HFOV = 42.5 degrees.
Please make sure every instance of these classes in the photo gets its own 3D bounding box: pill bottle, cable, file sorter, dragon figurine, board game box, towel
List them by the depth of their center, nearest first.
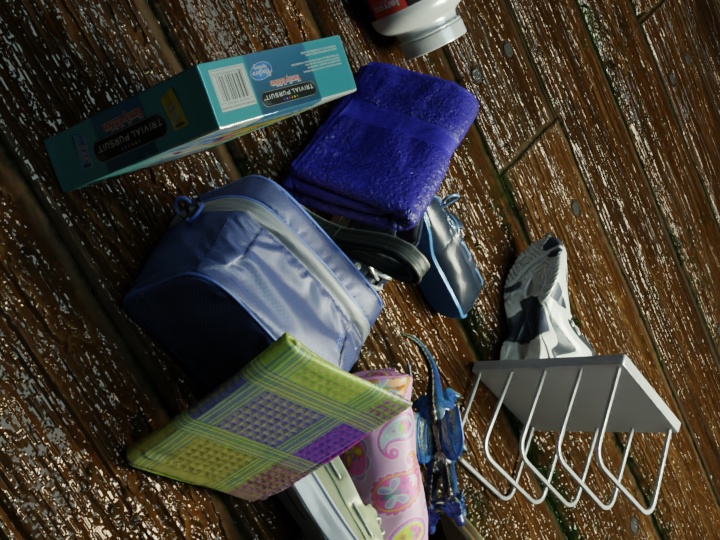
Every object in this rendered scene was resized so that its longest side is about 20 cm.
[{"bbox_3d":[-0.126,-0.120,0.719,0.151,0.199,0.047,-27,101,-47],"label":"board game box"},{"bbox_3d":[-0.076,0.124,0.730,0.143,0.200,0.023,29,37,-36],"label":"towel"},{"bbox_3d":[-0.022,-0.036,0.817,0.050,0.200,0.097,-50,124,-31],"label":"cable"},{"bbox_3d":[0.023,-0.133,0.933,0.050,0.147,0.200,85,26,-49],"label":"towel"},{"bbox_3d":[0.078,0.164,0.951,0.099,0.059,0.201,-35,118,-80],"label":"dragon figurine"},{"bbox_3d":[0.043,-0.341,1.023,0.112,0.112,0.201,-41,111,-44],"label":"pill bottle"},{"bbox_3d":[0.224,0.186,1.037,0.139,0.200,0.125,46,55,-31],"label":"file sorter"}]

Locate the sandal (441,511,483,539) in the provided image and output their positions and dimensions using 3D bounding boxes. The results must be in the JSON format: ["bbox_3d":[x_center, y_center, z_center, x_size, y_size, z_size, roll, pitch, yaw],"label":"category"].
[{"bbox_3d":[0.112,0.351,0.966,0.054,0.080,0.201,-11,93,-23],"label":"sandal"}]

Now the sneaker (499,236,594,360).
[{"bbox_3d":[0.245,0.068,1.177,0.129,0.079,0.200,37,51,-42],"label":"sneaker"}]

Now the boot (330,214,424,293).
[{"bbox_3d":[0.000,0.000,0.911,0.073,0.090,0.201,39,54,-35],"label":"boot"}]

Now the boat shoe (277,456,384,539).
[{"bbox_3d":[-0.011,0.230,0.823,0.062,0.072,0.200,-30,85,-29],"label":"boat shoe"}]

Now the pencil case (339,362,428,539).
[{"bbox_3d":[0.021,0.194,0.894,0.087,0.087,0.201,4,77,-47],"label":"pencil case"}]

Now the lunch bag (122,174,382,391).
[{"bbox_3d":[-0.088,0.016,0.777,0.200,0.136,0.133,50,48,-26],"label":"lunch bag"}]

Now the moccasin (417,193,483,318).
[{"bbox_3d":[0.078,-0.040,1.025,0.068,0.080,0.200,-43,127,-28],"label":"moccasin"}]
